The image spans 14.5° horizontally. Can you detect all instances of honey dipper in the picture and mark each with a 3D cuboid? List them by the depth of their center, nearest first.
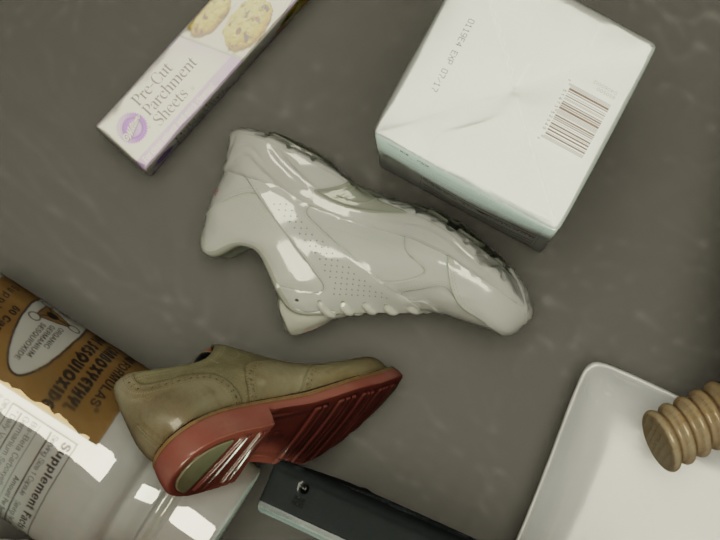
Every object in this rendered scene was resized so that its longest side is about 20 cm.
[{"bbox_3d":[0.252,0.059,1.598,0.200,0.038,0.038,-22,87,-17],"label":"honey dipper"}]

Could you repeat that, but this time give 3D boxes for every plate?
[{"bbox_3d":[0.182,0.180,1.610,0.200,0.032,0.200,23,86,2],"label":"plate"}]

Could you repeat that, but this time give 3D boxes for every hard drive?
[{"bbox_3d":[0.056,0.161,1.532,0.200,0.140,0.033,23,87,19],"label":"hard drive"}]

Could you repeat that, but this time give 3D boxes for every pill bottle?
[{"bbox_3d":[-0.162,0.094,1.576,0.200,0.114,0.115,33,88,2],"label":"pill bottle"}]

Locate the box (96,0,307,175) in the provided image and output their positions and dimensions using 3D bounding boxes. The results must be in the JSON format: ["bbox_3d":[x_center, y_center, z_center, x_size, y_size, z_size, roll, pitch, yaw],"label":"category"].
[{"bbox_3d":[-0.070,-0.142,1.625,0.041,0.039,0.200,43,88,3],"label":"box"}]

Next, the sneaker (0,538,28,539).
[{"bbox_3d":[-0.210,0.244,1.600,0.088,0.075,0.201,4,102,32],"label":"sneaker"}]

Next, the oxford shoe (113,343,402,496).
[{"bbox_3d":[-0.052,0.064,1.554,0.075,0.200,0.070,50,120,20],"label":"oxford shoe"}]

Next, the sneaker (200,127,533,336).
[{"bbox_3d":[0.000,0.000,1.608,0.200,0.078,0.100,27,94,11],"label":"sneaker"}]

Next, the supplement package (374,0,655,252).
[{"bbox_3d":[0.081,-0.088,1.540,0.109,0.200,0.114,29,89,3],"label":"supplement package"}]
